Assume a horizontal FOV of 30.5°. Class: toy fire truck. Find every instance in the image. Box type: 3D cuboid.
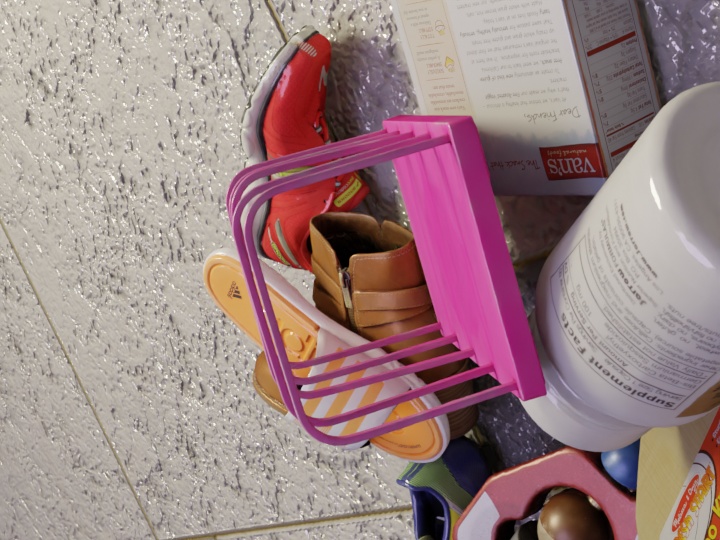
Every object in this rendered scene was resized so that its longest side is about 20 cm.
[{"bbox_3d":[0.156,0.190,0.802,0.200,0.112,0.168,45,119,23],"label":"toy fire truck"}]

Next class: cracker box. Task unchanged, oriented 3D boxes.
[{"bbox_3d":[0.079,-0.141,0.703,0.134,0.057,0.201,5,115,54],"label":"cracker box"}]

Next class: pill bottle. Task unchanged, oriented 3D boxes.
[{"bbox_3d":[0.149,0.011,0.641,0.115,0.114,0.200,53,150,15],"label":"pill bottle"}]

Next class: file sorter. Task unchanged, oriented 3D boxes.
[{"bbox_3d":[0.000,0.000,0.717,0.200,0.125,0.140,-140,34,-80],"label":"file sorter"}]

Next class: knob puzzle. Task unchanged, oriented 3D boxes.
[{"bbox_3d":[0.199,0.111,0.676,0.220,0.030,0.221,-171,90,-73],"label":"knob puzzle"}]

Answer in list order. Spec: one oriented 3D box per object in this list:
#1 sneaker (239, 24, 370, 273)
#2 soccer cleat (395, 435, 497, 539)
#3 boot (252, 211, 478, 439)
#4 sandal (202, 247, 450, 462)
[{"bbox_3d":[-0.030,-0.078,0.900,0.085,0.077,0.201,26,140,16],"label":"sneaker"},{"bbox_3d":[0.068,0.211,0.934,0.065,0.083,0.201,11,122,49],"label":"soccer cleat"},{"bbox_3d":[-0.016,0.034,0.913,0.199,0.077,0.156,12,133,43],"label":"boot"},{"bbox_3d":[-0.037,0.069,0.868,0.206,0.059,0.079,37,139,12],"label":"sandal"}]
